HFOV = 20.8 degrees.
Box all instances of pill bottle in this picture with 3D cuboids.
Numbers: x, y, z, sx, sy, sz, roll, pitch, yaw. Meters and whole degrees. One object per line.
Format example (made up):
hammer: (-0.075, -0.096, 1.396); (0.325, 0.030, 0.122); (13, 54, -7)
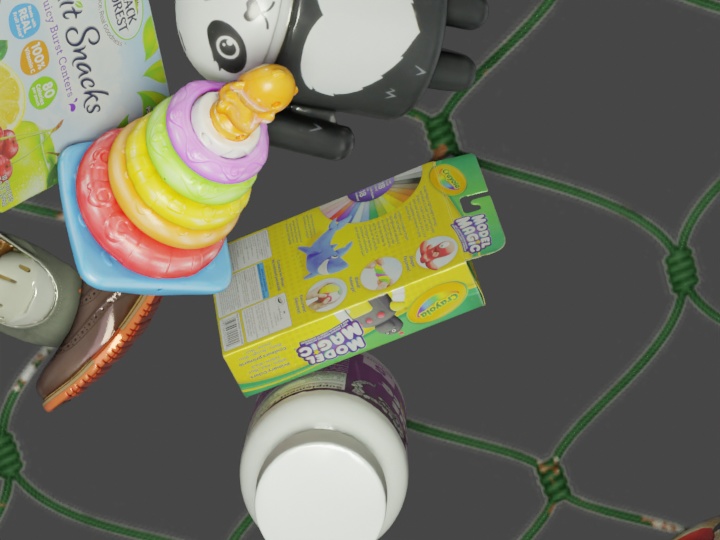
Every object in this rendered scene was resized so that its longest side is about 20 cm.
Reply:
pill bottle: (-0.023, 0.124, 1.301); (0.111, 0.200, 0.113); (0, 103, 1)

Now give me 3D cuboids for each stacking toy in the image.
stacking toy: (-0.098, -0.074, 1.212); (0.115, 0.200, 0.110); (2, 62, -33)

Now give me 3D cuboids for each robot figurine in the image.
robot figurine: (-0.020, -0.165, 1.263); (0.199, 0.125, 0.151); (9, 60, -21)

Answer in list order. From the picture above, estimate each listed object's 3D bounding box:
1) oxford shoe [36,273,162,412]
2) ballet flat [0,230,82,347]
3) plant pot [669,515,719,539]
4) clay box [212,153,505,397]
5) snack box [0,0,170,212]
oxford shoe: (-0.168, 0.006, 1.346); (0.072, 0.071, 0.200); (37, 87, -1)
ballet flat: (-0.268, -0.004, 1.347); (0.199, 0.064, 0.068); (34, 99, -6)
plant pot: (0.254, 0.279, 1.337); (0.200, 0.200, 0.183); (-39, 89, 8)
clay box: (0.000, 0.000, 1.316); (0.199, 0.115, 0.048); (-20, 130, 5)
snack box: (-0.205, -0.156, 1.248); (0.142, 0.053, 0.201); (-32, 134, -24)
